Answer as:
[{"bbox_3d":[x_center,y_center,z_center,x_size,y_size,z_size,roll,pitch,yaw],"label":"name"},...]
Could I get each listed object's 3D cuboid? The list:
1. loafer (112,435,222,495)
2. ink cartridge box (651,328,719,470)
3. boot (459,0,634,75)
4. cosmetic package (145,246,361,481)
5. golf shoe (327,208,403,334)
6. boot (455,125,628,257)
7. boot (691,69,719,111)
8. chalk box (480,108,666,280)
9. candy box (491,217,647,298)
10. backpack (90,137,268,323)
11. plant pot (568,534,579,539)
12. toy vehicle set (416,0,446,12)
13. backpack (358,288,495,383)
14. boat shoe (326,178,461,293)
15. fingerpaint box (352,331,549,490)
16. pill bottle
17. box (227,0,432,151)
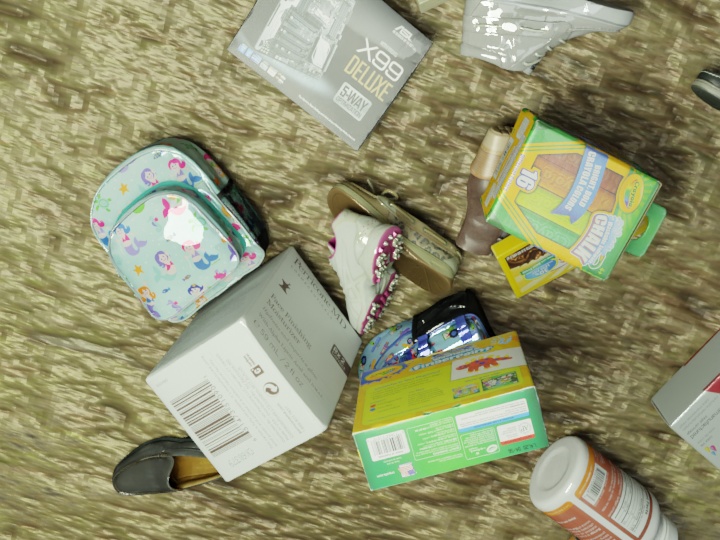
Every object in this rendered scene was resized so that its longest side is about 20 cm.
[{"bbox_3d":[-0.263,0.276,1.161,0.196,0.073,0.074,-21,108,8],"label":"loafer"},{"bbox_3d":[0.522,0.200,1.123,0.199,0.083,0.146,38,104,-11],"label":"ink cartridge box"},{"bbox_3d":[0.216,-0.281,0.984,0.195,0.074,0.098,12,114,6],"label":"boot"},{"bbox_3d":[-0.123,0.110,1.024,0.163,0.201,0.166,-30,106,25],"label":"cosmetic package"},{"bbox_3d":[0.000,0.000,1.052,0.090,0.075,0.202,31,142,18],"label":"golf shoe"},{"bbox_3d":[0.227,-0.092,1.053,0.194,0.073,0.170,7,121,-6],"label":"boot"},{"bbox_3d":[0.507,-0.248,0.986,0.199,0.074,0.157,17,105,-9],"label":"boot"},{"bbox_3d":[0.250,-0.079,0.939,0.196,0.124,0.127,25,107,-2],"label":"chalk box"},{"bbox_3d":[0.270,-0.043,1.052,0.197,0.027,0.102,-29,140,10],"label":"candy box"},{"bbox_3d":[-0.230,-0.053,1.021,0.176,0.151,0.202,-33,100,12],"label":"backpack"},{"bbox_3d":[0.307,0.489,1.170,0.198,0.200,0.186,31,94,-9],"label":"plant pot"},{"bbox_3d":[0.135,-0.393,0.938,0.196,0.026,0.127,-22,82,8],"label":"toy vehicle set"},{"bbox_3d":[0.096,0.149,1.086,0.197,0.135,0.185,-26,105,12],"label":"backpack"},{"bbox_3d":[0.044,-0.051,1.062,0.199,0.063,0.073,39,149,-14],"label":"boat shoe"},{"bbox_3d":[0.098,0.153,0.928,0.195,0.167,0.075,-16,104,7],"label":"fingerpaint box"},{"bbox_3d":[0.340,0.330,1.152,0.198,0.113,0.113,37,105,-11],"label":"pill bottle"},{"bbox_3d":[-0.035,-0.270,0.993,0.198,0.050,0.159,37,105,-10],"label":"box"}]
